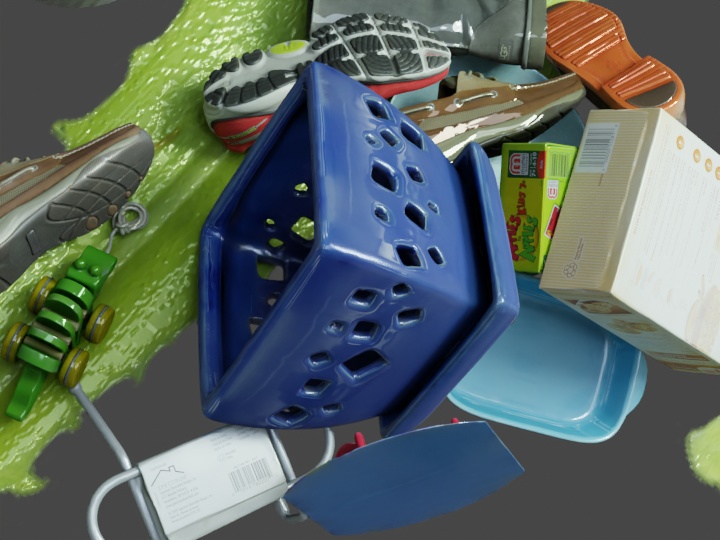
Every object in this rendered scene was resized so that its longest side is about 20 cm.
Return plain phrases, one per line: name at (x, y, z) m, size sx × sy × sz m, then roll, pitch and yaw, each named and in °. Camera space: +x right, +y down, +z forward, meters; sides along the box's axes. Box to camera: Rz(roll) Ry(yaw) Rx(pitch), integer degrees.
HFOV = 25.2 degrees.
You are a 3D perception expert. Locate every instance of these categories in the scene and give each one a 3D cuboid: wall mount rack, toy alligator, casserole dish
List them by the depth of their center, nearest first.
toy alligator at (-0.211, 0.019, 1.197) m, size 0.059 × 0.054 × 0.200 m, roll 25°, pitch 65°, yaw 2°
wall mount rack at (-0.128, 0.131, 1.201) m, size 0.200 × 0.075 × 0.174 m, roll -22°, pitch 89°, yaw -24°
casserole dish at (0.142, 0.070, 1.320) m, size 0.200 × 0.039 × 0.121 m, roll 16°, pitch 85°, yaw -23°

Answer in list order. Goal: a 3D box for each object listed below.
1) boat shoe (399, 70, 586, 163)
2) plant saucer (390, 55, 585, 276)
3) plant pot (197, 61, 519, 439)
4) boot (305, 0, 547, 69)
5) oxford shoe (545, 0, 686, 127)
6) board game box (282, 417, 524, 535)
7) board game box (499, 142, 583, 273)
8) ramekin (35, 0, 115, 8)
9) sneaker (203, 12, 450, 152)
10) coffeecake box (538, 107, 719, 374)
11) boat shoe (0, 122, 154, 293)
boat shoe at (0.091, -0.128, 1.305) m, size 0.200 × 0.076 × 0.074 m, roll -24°, pitch 82°, yaw -25°
plant saucer at (0.103, -0.085, 1.359) m, size 0.201 × 0.039 × 0.201 m, roll 6°, pitch 74°, yaw -20°
plant pot at (0.000, 0.000, 1.188) m, size 0.180 × 0.200 × 0.200 m, roll 18°, pitch 42°, yaw -24°
boot at (0.056, -0.234, 1.363) m, size 0.200 × 0.073 × 0.182 m, roll 3°, pitch 36°, yaw 3°
oxford shoe at (0.209, -0.163, 1.376) m, size 0.071 × 0.073 × 0.200 m, roll -28°, pitch 45°, yaw -5°
board game box at (0.030, 0.141, 1.197) m, size 0.158 × 0.200 × 0.039 m, roll -21°, pitch 63°, yaw 10°
board game box at (0.196, -0.048, 1.328) m, size 0.200 × 0.048 × 0.102 m, roll 1°, pitch 93°, yaw -44°
ramekin at (-0.224, -0.298, 1.256) m, size 0.202 × 0.094 × 0.203 m, roll 6°, pitch 74°, yaw -20°
sneaker at (-0.025, -0.144, 1.285) m, size 0.200 × 0.085 × 0.077 m, roll -12°, pitch 50°, yaw 1°
coffeecake box at (0.247, -0.019, 1.295) m, size 0.200 × 0.073 × 0.154 m, roll 29°, pitch 73°, yaw -42°
boat shoe at (-0.243, -0.056, 1.197) m, size 0.200 × 0.076 × 0.072 m, roll -36°, pitch 66°, yaw -24°
